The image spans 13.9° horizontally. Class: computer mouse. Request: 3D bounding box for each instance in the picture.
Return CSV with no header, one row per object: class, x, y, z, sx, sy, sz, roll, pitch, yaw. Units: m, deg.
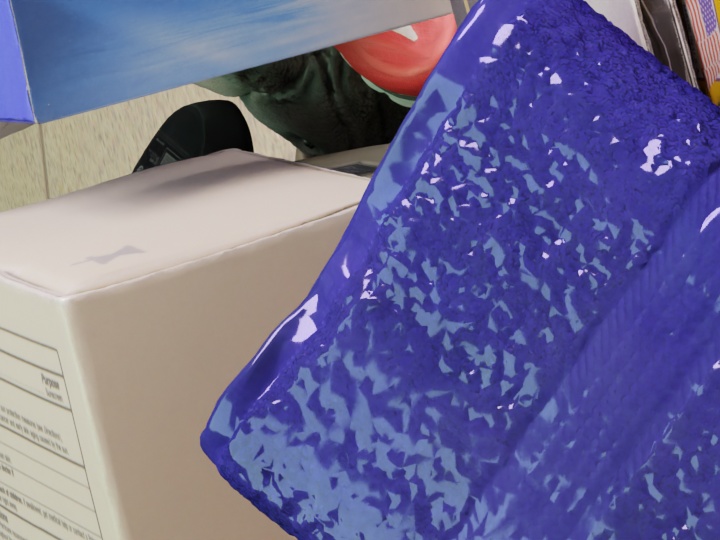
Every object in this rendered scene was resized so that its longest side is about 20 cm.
computer mouse,-0.089,0.030,1.051,0.200,0.034,0.059,-60,30,8

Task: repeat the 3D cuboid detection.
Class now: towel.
towel,0.072,0.045,0.676,0.200,0.050,0.148,41,111,21

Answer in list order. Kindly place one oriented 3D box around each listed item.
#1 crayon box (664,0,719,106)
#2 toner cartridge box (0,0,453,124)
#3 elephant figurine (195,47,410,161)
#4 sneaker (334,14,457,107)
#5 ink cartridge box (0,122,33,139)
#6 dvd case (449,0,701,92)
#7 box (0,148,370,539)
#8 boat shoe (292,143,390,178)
crayon box,0.093,-0.025,0.787,0.200,0.052,0.126,-163,60,-75
toner cartridge box,-0.026,-0.111,0.857,0.043,0.200,0.095,10,114,57
elephant figurine,-0.024,-0.101,1.086,0.200,0.155,0.142,45,110,36
sneaker,-0.020,-0.138,0.985,0.085,0.077,0.200,8,-132,-58
ink cartridge box,-0.107,-0.114,0.933,0.116,0.200,0.068,50,131,9
dvd case,0.051,-0.064,0.772,0.149,0.016,0.200,152,104,-77
box,-0.039,0.077,0.860,0.128,0.109,0.200,17,122,63
boat shoe,0.001,0.000,0.936,0.201,0.070,0.072,-166,65,-73
